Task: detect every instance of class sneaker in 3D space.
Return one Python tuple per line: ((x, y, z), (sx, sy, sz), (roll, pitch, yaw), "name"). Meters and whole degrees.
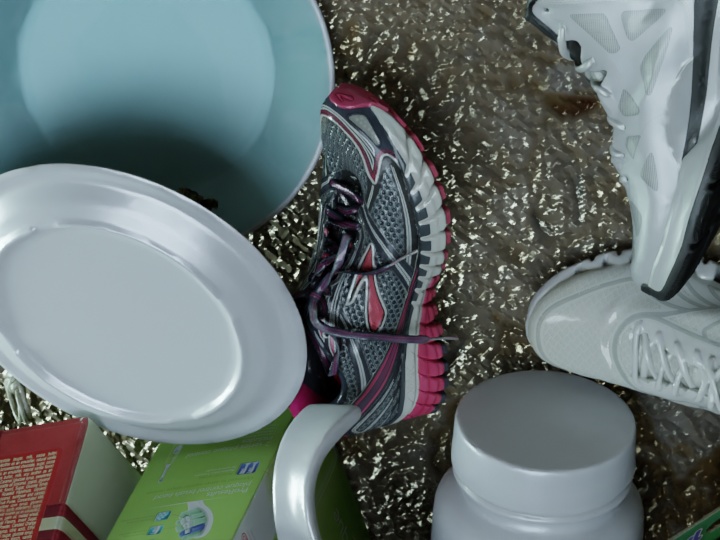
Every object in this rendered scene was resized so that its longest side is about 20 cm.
((0.000, 0.000, 1.462), (0.075, 0.081, 0.200), (-18, 122, -23), "sneaker")
((0.134, -0.090, 1.399), (0.115, 0.076, 0.201), (18, 116, 16), "sneaker")
((0.178, 0.040, 1.448), (0.200, 0.081, 0.075), (6, 123, 15), "sneaker")

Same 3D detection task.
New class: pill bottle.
((0.093, 0.162, 1.525), (0.113, 0.113, 0.200), (10, 122, 11), "pill bottle")

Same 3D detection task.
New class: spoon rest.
((0.003, 0.169, 1.476), (0.099, 0.061, 0.200), (-3, 115, 48), "spoon rest")

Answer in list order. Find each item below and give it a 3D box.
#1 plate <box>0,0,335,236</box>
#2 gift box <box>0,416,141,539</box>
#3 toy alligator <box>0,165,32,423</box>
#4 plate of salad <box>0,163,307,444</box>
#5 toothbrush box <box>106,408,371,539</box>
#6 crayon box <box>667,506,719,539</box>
((-0.111, -0.102, 1.466), (0.200, 0.026, 0.201), (2, 112, 4), "plate")
((-0.193, 0.218, 1.575), (0.184, 0.200, 0.187), (-7, 140, 31), "gift box")
((-0.183, -0.011, 1.546), (0.054, 0.059, 0.200), (-20, 120, -18), "toy alligator")
((-0.119, 0.014, 1.482), (0.200, 0.048, 0.200), (13, 136, 13), "plate of salad")
((-0.065, 0.177, 1.531), (0.086, 0.200, 0.146), (-10, 116, 22), "toothbrush box")
((0.197, 0.174, 1.450), (0.052, 0.126, 0.200), (50, 157, 25), "crayon box")
